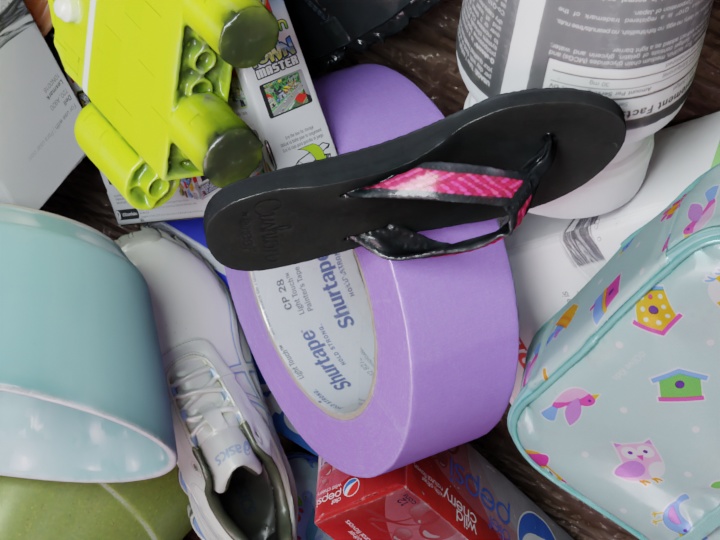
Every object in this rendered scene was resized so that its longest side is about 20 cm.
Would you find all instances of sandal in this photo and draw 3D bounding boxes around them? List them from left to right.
[{"bbox_3d":[0.028,-0.029,1.201,0.199,0.045,0.075,-16,140,-2],"label":"sandal"}]

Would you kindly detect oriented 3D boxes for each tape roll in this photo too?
[{"bbox_3d":[0.000,0.000,1.339,0.200,0.065,0.201,44,144,45],"label":"tape roll"}]

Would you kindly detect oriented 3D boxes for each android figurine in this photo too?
[{"bbox_3d":[-0.103,-0.126,1.240,0.200,0.041,0.183,46,137,43],"label":"android figurine"}]

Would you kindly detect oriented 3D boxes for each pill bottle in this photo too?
[{"bbox_3d":[0.107,-0.130,1.234,0.116,0.117,0.201,17,132,8],"label":"pill bottle"}]

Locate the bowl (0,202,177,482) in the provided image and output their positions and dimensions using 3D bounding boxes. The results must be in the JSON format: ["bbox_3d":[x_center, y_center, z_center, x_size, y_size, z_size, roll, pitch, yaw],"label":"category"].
[{"bbox_3d":[-0.183,0.033,1.329,0.199,0.106,0.201,7,162,2],"label":"bowl"}]

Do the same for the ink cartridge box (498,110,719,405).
[{"bbox_3d":[0.163,0.009,1.344,0.199,0.084,0.146,-16,120,31],"label":"ink cartridge box"}]

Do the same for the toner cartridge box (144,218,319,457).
[{"bbox_3d":[-0.043,0.039,1.480,0.199,0.043,0.095,31,131,-4],"label":"toner cartridge box"}]

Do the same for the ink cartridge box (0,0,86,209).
[{"bbox_3d":[-0.247,-0.116,1.350,0.145,0.084,0.201,-5,125,36],"label":"ink cartridge box"}]

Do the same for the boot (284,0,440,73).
[{"bbox_3d":[-0.017,-0.187,1.266,0.198,0.073,0.163,-20,115,42],"label":"boot"}]

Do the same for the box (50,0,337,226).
[{"bbox_3d":[-0.085,-0.082,1.318,0.200,0.035,0.111,-2,109,61],"label":"box"}]

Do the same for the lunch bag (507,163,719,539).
[{"bbox_3d":[0.180,0.051,1.262,0.160,0.077,0.200,37,130,-10],"label":"lunch bag"}]

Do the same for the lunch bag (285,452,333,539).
[{"bbox_3d":[-0.020,0.209,1.502,0.160,0.201,0.083,31,128,-14],"label":"lunch bag"}]

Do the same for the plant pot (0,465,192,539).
[{"bbox_3d":[-0.207,0.163,1.497,0.199,0.191,0.200,24,155,12],"label":"plant pot"}]

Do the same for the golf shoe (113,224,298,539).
[{"bbox_3d":[-0.078,0.071,1.408,0.078,0.097,0.201,-29,111,-9],"label":"golf shoe"}]

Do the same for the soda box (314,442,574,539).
[{"bbox_3d":[0.057,0.152,1.474,0.063,0.070,0.200,-24,133,28],"label":"soda box"}]

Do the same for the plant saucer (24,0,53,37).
[{"bbox_3d":[-0.236,-0.194,1.373,0.199,0.038,0.201,11,130,14],"label":"plant saucer"}]
